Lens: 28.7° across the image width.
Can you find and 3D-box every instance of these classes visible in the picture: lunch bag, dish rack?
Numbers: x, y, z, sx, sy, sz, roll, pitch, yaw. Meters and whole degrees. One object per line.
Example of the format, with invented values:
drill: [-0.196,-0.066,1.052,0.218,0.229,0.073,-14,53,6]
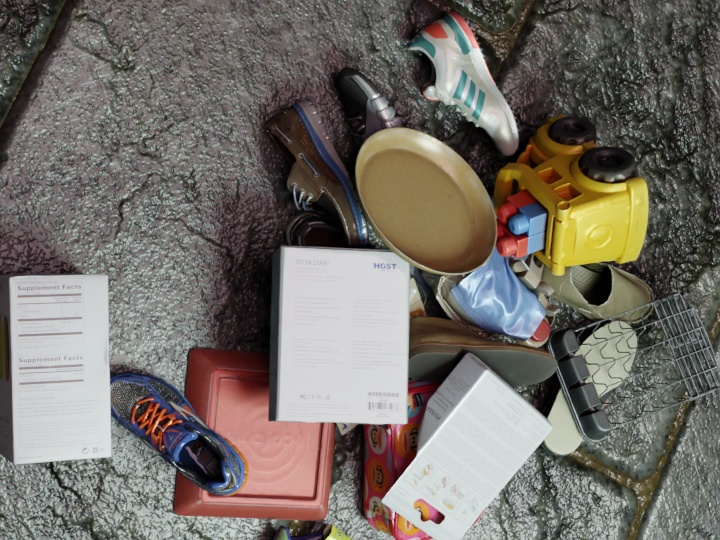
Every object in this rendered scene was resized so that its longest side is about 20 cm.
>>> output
lunch bag: [0.092,0.229,1.758,0.175,0.082,0.202,-9,103,-33]
dish rack: [0.358,0.120,1.824,0.199,0.055,0.154,-19,82,-12]

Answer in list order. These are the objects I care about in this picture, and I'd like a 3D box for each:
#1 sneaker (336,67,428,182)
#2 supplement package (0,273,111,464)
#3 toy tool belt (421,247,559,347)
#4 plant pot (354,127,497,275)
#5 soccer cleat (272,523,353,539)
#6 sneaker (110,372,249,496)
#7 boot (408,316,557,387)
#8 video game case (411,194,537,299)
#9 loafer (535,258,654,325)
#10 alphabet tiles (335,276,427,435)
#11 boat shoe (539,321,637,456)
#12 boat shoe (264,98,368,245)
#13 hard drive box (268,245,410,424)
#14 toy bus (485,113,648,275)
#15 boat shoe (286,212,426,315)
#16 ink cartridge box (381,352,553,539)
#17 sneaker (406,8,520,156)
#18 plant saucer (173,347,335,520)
sneaker: [0.004,-0.142,1.730,0.115,0.075,0.201,-36,97,-7]
supplement package: [-0.342,0.104,1.560,0.109,0.114,0.202,-1,90,-24]
toy tool belt: [0.181,0.036,1.759,0.200,0.123,0.125,37,77,-19]
plant pot: [0.073,-0.077,1.657,0.199,0.027,0.201,19,51,-25]
soccer cleat: [-0.018,0.357,1.730,0.199,0.065,0.084,12,84,-23]
sneaker: [-0.211,0.185,1.616,0.199,0.078,0.076,35,88,0]
boot: [0.146,0.094,1.727,0.199,0.074,0.076,7,43,-15]
video game case: [0.148,-0.028,1.821,0.199,0.019,0.144,8,88,-22]
loafer: [0.317,0.028,1.861,0.199,0.067,0.077,15,85,-30]
alphabet tiles: [0.030,0.132,1.743,0.167,0.008,0.201,-34,121,-21]
boat shoe: [0.296,0.155,1.865,0.073,0.063,0.202,33,78,1]
boat shoe: [-0.053,-0.106,1.683,0.072,0.072,0.201,-24,66,-8]
hard drive box: [-0.025,0.077,1.634,0.155,0.077,0.202,3,84,-11]
toy bus: [0.231,-0.086,1.750,0.191,0.200,0.136,-18,131,-19]
boat shoe: [0.000,0.000,1.726,0.199,0.068,0.072,34,82,-18]
ink cartridge box: [0.121,0.220,1.704,0.200,0.057,0.162,-48,130,2]
sneaker: [0.128,-0.224,1.792,0.093,0.070,0.201,-28,104,-2]
plant saucer: [-0.117,0.202,1.701,0.198,0.037,0.202,6,89,-23]
